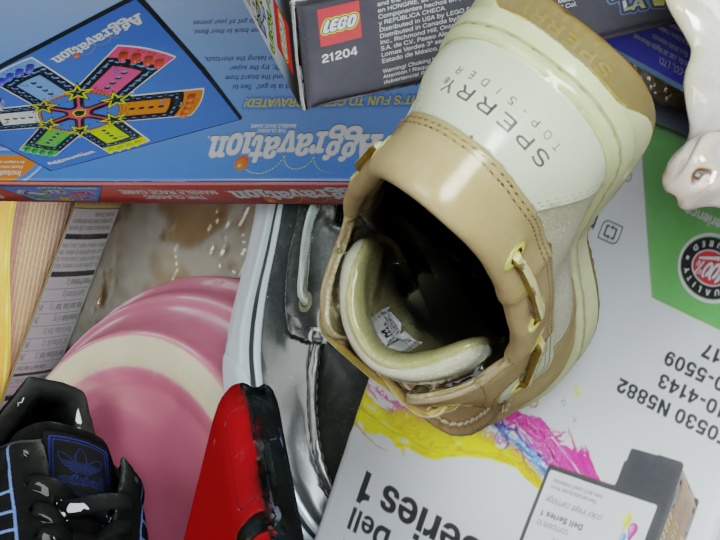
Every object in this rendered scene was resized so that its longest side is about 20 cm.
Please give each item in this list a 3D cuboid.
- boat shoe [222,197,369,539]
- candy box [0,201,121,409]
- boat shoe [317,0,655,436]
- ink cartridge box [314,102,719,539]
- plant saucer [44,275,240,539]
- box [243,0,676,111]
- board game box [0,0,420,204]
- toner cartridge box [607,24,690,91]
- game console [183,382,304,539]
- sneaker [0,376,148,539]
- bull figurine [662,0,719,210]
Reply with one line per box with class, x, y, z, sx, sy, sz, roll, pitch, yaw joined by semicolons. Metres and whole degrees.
boat shoe;0.000;0.000;0.840;0.071;0.072;0.201;-24;62;55
candy box;-0.153;-0.042;0.978;0.115;0.055;0.201;23;98;15
boat shoe;0.021;0.000;0.650;0.074;0.200;0.066;38;68;15
ink cartridge box;0.077;0.054;0.764;0.145;0.084;0.201;27;103;42
plant saucer;-0.071;0.100;0.918;0.200;0.051;0.201;-8;79;42
box;0.062;-0.107;0.691;0.110;0.199;0.035;-116;16;-50
board game box;-0.052;-0.072;0.860;0.199;0.019;0.103;2;67;34
toner cartridge box;0.110;-0.083;0.746;0.200;0.095;0.043;35;116;41
game console;0.008;0.158;0.763;0.173;0.118;0.200;-103;21;-44
sneaker;-0.102;0.100;0.828;0.200;0.070;0.078;-132;58;-64
bull figurine;0.118;-0.109;0.612;0.200;0.121;0.065;-51;8;-4
